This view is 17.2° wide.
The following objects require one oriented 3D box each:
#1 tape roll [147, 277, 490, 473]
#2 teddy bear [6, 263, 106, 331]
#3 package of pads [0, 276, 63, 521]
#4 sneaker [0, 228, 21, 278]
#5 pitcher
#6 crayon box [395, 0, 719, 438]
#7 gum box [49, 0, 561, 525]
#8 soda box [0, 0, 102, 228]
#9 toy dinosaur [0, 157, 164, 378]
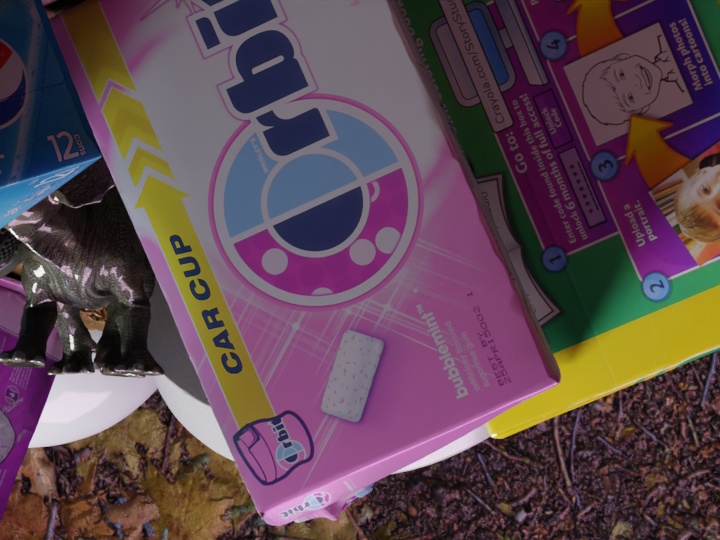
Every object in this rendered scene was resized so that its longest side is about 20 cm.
[{"bbox_3d":[0.000,0.000,1.010,0.202,0.203,0.037,-22,135,-4],"label":"tape roll"},{"bbox_3d":[-0.137,-0.010,1.137,0.144,0.067,0.200,8,165,26],"label":"teddy bear"},{"bbox_3d":[-0.232,0.064,1.113,0.200,0.121,0.076,-4,151,46],"label":"package of pads"},{"bbox_3d":[-0.234,0.009,0.987,0.199,0.076,0.114,-26,175,6],"label":"sneaker"},{"bbox_3d":[-0.235,0.048,1.469,0.199,0.122,0.171,-11,-166,-21],"label":"pitcher"},{"bbox_3d":[0.091,-0.062,0.882,0.172,0.201,0.058,-24,177,22],"label":"crayon box"},{"bbox_3d":[-0.016,-0.019,0.846,0.113,0.201,0.066,-24,177,6],"label":"gum box"},{"bbox_3d":[-0.166,-0.031,0.823,0.068,0.064,0.200,-20,176,-33],"label":"soda box"},{"bbox_3d":[-0.109,-0.009,0.962,0.077,0.103,0.200,3,176,6],"label":"toy dinosaur"}]
